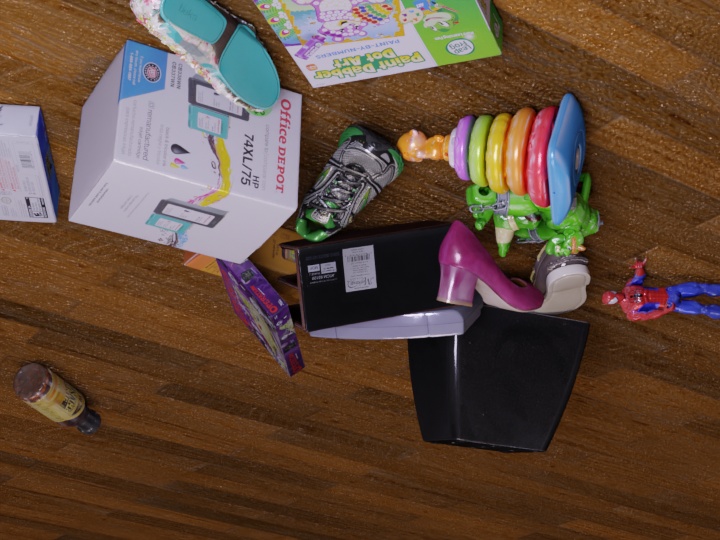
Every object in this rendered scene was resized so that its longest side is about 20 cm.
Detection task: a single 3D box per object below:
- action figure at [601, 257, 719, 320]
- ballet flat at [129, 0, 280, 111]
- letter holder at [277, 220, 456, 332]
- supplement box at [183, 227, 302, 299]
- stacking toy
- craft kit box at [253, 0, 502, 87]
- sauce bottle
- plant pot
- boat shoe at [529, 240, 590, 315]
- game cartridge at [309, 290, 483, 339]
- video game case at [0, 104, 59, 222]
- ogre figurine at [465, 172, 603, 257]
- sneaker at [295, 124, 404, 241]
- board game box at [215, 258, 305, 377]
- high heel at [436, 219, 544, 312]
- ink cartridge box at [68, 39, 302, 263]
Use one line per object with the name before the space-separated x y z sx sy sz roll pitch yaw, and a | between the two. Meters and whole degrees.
action figure | 0.414 0.028 1.844 0.199 0.065 0.099 -1 162 4
ballet flat | -0.151 -0.226 1.384 0.064 0.076 0.200 21 165 40
letter holder | 0.000 0.000 1.727 0.200 0.101 0.142 -9 -171 -19
supplement box | -0.117 -0.017 1.785 0.200 0.067 0.069 17 150 -27
stacking toy | 0.135 -0.127 1.527 0.200 0.110 0.116 6 139 18
craft kit box | 0.011 -0.253 1.327 0.200 0.049 0.198 -8 155 19
sauce bottle | -0.477 0.209 2.272 0.066 0.066 0.200 -7 155 17
plant pot | 0.175 0.152 1.928 0.200 0.178 0.199 8 171 -15
boat shoe | 0.250 0.010 1.819 0.072 0.060 0.200 -11 162 -2
game cartridge | 0.042 0.054 1.777 0.200 0.041 0.133 -2 -165 17
video game case | -0.443 -0.123 1.614 0.181 0.046 0.200 3 154 -4
ogre figurine | 0.203 -0.067 1.629 0.120 0.098 0.200 -2 150 23
sneaker | -0.014 -0.089 1.587 0.078 0.085 0.200 33 148 -2
board game box | -0.121 0.046 1.722 0.032 0.120 0.200 -33 157 -11
high heel | 0.162 -0.004 1.706 0.200 0.096 0.067 7 -176 -43
ink cartridge box | -0.181 -0.119 1.493 0.200 0.147 0.146 14 151 -25
